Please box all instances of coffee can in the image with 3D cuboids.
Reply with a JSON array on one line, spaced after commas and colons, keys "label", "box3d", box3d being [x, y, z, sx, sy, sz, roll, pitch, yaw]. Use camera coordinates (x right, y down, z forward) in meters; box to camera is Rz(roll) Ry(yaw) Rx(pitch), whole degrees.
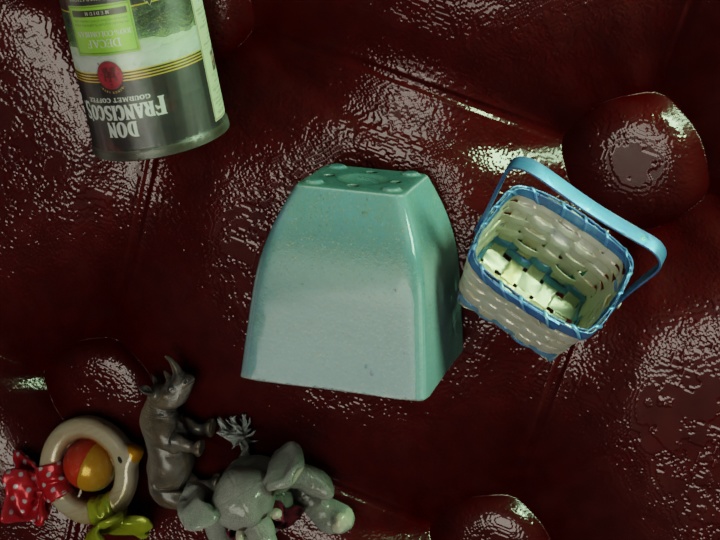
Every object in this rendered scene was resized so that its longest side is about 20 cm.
[{"label": "coffee can", "box3d": [-0.224, -0.230, 1.661, 0.145, 0.146, 0.202, -3, 112, 19]}]

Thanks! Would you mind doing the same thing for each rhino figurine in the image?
[{"label": "rhino figurine", "box3d": [-0.216, 0.193, 1.897, 0.087, 0.060, 0.202, 4, 112, 20]}]

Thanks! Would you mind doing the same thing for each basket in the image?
[{"label": "basket", "box3d": [0.189, -0.016, 1.619, 0.176, 0.140, 0.200, 35, 149, 0]}]

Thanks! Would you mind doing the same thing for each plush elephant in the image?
[{"label": "plush elephant", "box3d": [-0.116, 0.268, 1.835, 0.164, 0.155, 0.201, -26, 98, 9]}]

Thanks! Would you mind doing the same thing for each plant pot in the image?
[{"label": "plant pot", "box3d": [0.000, 0.000, 1.677, 0.195, 0.196, 0.202, 7, 105, 15]}]

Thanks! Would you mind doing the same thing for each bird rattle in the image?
[{"label": "bird rattle", "box3d": [-0.334, 0.252, 1.959, 0.199, 0.112, 0.164, 28, 102, 26]}]
